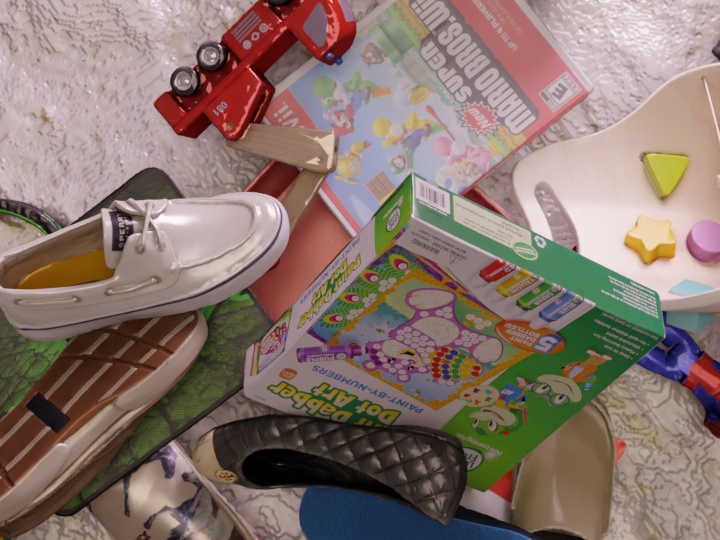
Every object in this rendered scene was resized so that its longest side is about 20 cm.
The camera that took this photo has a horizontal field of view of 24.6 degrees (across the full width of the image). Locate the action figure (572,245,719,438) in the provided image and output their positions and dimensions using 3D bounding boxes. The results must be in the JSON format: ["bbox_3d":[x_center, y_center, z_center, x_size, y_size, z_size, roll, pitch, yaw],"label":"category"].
[{"bbox_3d":[0.225,0.060,1.162,0.199,0.099,0.065,36,88,-2],"label":"action figure"}]

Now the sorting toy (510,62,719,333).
[{"bbox_3d":[0.198,-0.033,1.137,0.178,0.107,0.201,-3,53,-1],"label":"sorting toy"}]

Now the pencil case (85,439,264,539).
[{"bbox_3d":[-0.122,0.176,1.151,0.200,0.078,0.089,48,116,4],"label":"pencil case"}]

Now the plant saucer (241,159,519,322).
[{"bbox_3d":[0.000,0.000,1.181,0.200,0.037,0.200,42,87,5],"label":"plant saucer"}]

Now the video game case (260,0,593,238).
[{"bbox_3d":[0.044,-0.121,1.165,0.200,0.017,0.143,-38,84,-1],"label":"video game case"}]

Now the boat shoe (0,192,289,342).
[{"bbox_3d":[-0.146,-0.013,1.071,0.198,0.070,0.071,-15,58,6],"label":"boat shoe"}]

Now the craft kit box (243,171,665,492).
[{"bbox_3d":[0.058,0.048,1.065,0.199,0.198,0.049,24,44,-23],"label":"craft kit box"}]

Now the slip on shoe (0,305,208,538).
[{"bbox_3d":[-0.177,0.098,1.086,0.200,0.061,0.076,-45,52,-14],"label":"slip on shoe"}]

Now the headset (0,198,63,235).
[{"bbox_3d":[-0.291,0.030,1.151,0.199,0.094,0.124,-30,88,3],"label":"headset"}]

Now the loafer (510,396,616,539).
[{"bbox_3d":[0.138,0.175,1.138,0.075,0.068,0.201,16,74,-5],"label":"loafer"}]

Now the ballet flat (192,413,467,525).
[{"bbox_3d":[-0.026,0.130,1.079,0.199,0.067,0.057,-1,59,26],"label":"ballet flat"}]

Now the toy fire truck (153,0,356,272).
[{"bbox_3d":[-0.063,-0.096,1.134,0.200,0.049,0.141,-42,84,9],"label":"toy fire truck"}]

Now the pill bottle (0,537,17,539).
[{"bbox_3d":[-0.312,0.127,1.090,0.112,0.113,0.201,-20,129,-2],"label":"pill bottle"}]

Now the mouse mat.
[{"bbox_3d":[-0.171,0.048,1.117,0.199,0.008,0.161,-37,86,1],"label":"mouse mat"}]

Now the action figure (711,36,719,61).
[{"bbox_3d":[0.345,-0.227,1.173,0.192,0.105,0.201,20,89,-10],"label":"action figure"}]

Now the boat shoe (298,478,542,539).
[{"bbox_3d":[0.047,0.191,1.099,0.199,0.069,0.085,20,86,36],"label":"boat shoe"}]

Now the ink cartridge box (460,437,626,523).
[{"bbox_3d":[0.079,0.173,1.176,0.162,0.050,0.201,31,90,0],"label":"ink cartridge box"}]
